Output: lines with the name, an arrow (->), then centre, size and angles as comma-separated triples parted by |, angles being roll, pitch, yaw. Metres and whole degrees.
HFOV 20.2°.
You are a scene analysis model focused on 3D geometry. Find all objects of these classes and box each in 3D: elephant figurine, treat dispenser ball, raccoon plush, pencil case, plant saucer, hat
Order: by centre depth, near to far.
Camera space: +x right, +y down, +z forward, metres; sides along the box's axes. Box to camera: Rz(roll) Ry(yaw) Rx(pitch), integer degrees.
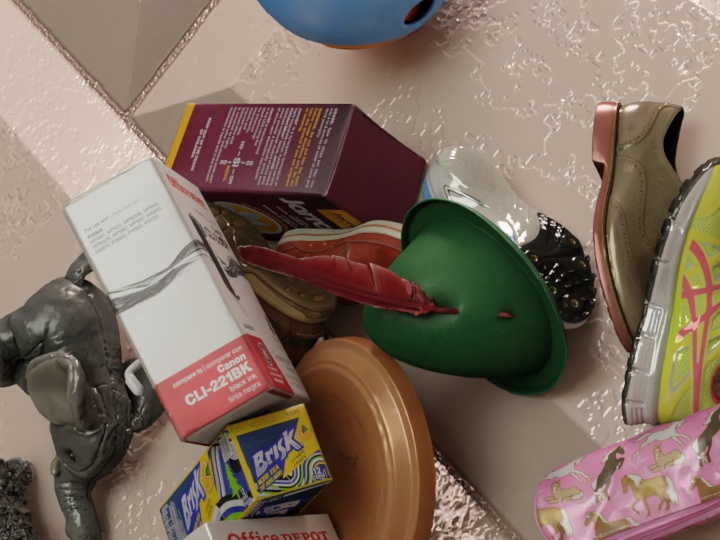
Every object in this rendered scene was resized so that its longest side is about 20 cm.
pencil case -> 0.222, 0.149, 1.412 | 0.199, 0.083, 0.087 | -26, 71, 26
hat -> 0.026, 0.053, 1.504 | 0.176, 0.166, 0.200 | -35, 69, -30
plant saucer -> -0.011, 0.153, 1.569 | 0.200, 0.032, 0.202 | 10, 102, 55
treat dispenser ball -> -0.008, -0.290, 1.735 | 0.200, 0.201, 0.202 | -18, 58, 32
elephant figurine -> -0.240, 0.115, 1.792 | 0.141, 0.156, 0.200 | -27, 57, -17
raccoon plush -> -0.298, 0.223, 1.804 | 0.199, 0.097, 0.135 | 3, 63, 32

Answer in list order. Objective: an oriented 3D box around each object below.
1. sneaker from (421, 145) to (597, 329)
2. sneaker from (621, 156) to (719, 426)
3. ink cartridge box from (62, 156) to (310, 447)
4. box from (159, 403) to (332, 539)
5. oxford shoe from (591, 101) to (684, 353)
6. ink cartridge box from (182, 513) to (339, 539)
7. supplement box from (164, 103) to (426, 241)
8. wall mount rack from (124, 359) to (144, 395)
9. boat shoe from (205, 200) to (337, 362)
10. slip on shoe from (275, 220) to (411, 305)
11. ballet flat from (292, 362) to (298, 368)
sneaker -> 0.117, -0.018, 1.600 | 0.200, 0.072, 0.073 | 51, 137, 36
sneaker -> 0.248, 0.020, 1.445 | 0.090, 0.078, 0.201 | 13, 100, 7
ink cartridge box -> -0.130, 0.027, 1.533 | 0.083, 0.144, 0.201 | -30, 79, 5
box -> -0.092, 0.172, 1.559 | 0.065, 0.070, 0.200 | 68, 152, 16
oxford shoe -> 0.216, -0.038, 1.521 | 0.074, 0.070, 0.201 | -6, 72, 17
ink cartridge box -> -0.055, 0.285, 1.487 | 0.083, 0.146, 0.201 | -40, 64, 30
supplement box -> -0.060, -0.082, 1.735 | 0.199, 0.110, 0.086 | 4, 69, 41
wall mount rack -> -0.113, 0.104, 1.664 | 0.174, 0.200, 0.075 | 42, 58, 11
boat shoe -> -0.106, 0.004, 1.678 | 0.200, 0.072, 0.068 | 37, 119, 31
slip on shoe -> 0.000, 0.000, 1.671 | 0.199, 0.074, 0.062 | -3, 59, 45
ballet flat -> -0.107, 0.028, 1.749 | 0.068, 0.068, 0.200 | -51, 46, 9
